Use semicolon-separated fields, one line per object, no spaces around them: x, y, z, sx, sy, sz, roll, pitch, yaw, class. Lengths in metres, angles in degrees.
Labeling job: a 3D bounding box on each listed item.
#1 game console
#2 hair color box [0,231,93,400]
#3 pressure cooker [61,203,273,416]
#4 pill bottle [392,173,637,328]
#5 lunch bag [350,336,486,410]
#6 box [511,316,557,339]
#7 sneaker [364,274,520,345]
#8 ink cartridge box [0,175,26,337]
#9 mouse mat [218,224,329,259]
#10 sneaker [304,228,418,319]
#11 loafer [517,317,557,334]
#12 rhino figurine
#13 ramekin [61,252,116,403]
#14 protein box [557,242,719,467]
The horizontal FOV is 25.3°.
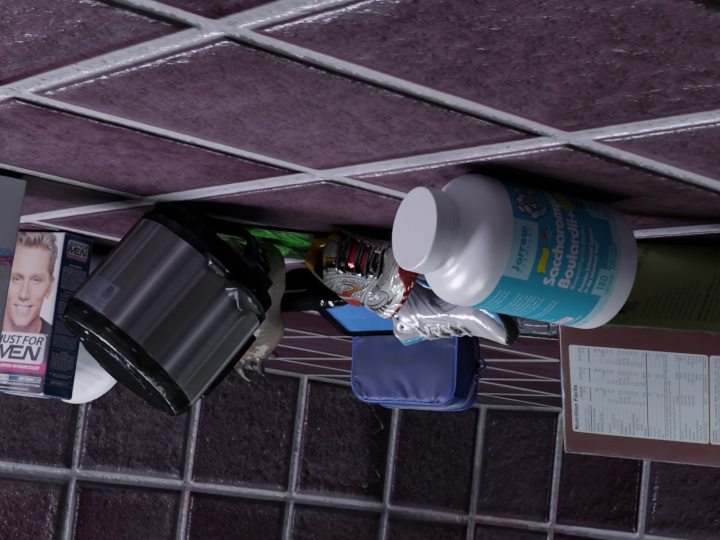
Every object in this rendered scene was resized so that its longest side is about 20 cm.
-0.023;0.056;1.932;0.199;0.118;0.175;-5;-163;45;game console
-0.399;0.055;1.990;0.099;0.202;0.060;2;171;30;hair color box
-0.189;0.029;1.673;0.175;0.200;0.179;37;164;6;pressure cooker
0.128;-0.018;1.353;0.198;0.112;0.110;10;171;-30;pill bottle
0.095;0.144;2.465;0.198;0.137;0.132;2;172;21;lunch bag
0.180;0.038;1.824;0.198;0.035;0.110;5;-158;12;box
0.084;0.051;1.718;0.199;0.087;0.075;26;171;41;sneaker
-0.434;-0.003;1.617;0.143;0.202;0.145;12;170;-23;ink cartridge box
-0.093;-0.030;1.844;0.159;0.008;0.200;7;171;-2;mouse mat
0.000;0.000;1.681;0.082;0.078;0.200;30;167;-22;sneaker
0.253;0.012;1.689;0.199;0.064;0.072;-18;140;33;loafer
-0.128;0.049;1.852;0.087;0.202;0.060;12;-147;12;rhino figurine
-0.384;0.064;2.088;0.199;0.203;0.097;0;163;38;ramekin
0.304;0.075;1.493;0.198;0.136;0.199;4;-156;21;protein box
